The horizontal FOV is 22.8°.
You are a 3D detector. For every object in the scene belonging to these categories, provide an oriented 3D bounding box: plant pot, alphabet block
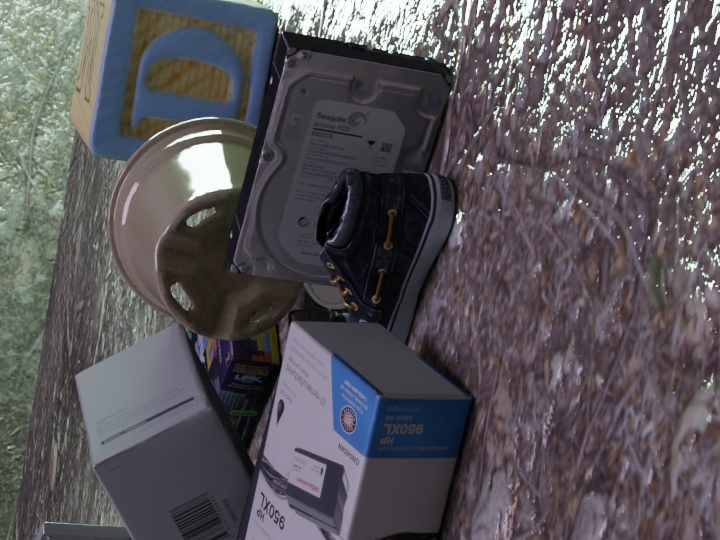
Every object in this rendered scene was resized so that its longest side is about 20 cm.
[{"bbox_3d":[-0.126,-0.023,1.607,0.184,0.198,0.203,-125,45,-73],"label":"plant pot"},{"bbox_3d":[-0.218,-0.229,2.047,0.200,0.193,0.198,-139,60,-68],"label":"alphabet block"}]

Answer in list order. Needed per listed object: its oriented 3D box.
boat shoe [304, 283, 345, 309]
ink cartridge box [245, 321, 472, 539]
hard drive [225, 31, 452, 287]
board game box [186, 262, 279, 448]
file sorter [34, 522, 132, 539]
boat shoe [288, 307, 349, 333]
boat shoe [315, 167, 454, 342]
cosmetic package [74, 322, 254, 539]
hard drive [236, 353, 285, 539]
[{"bbox_3d":[-0.012,-0.069,1.517,0.066,0.074,0.201,-57,-32,-66],"label":"boat shoe"},{"bbox_3d":[-0.007,0.157,1.319,0.144,0.084,0.202,36,118,54],"label":"ink cartridge box"},{"bbox_3d":[-0.019,-0.082,1.418,0.038,0.138,0.202,-113,36,-58],"label":"hard drive"},{"bbox_3d":[-0.139,0.076,1.880,0.201,0.056,0.166,-100,23,-44],"label":"board game box"},{"bbox_3d":[-0.248,0.351,1.871,0.139,0.198,0.126,123,148,-54],"label":"file sorter"},{"bbox_3d":[-0.047,0.131,1.553,0.067,0.056,0.202,174,103,-72],"label":"boat shoe"},{"bbox_3d":[0.000,0.000,1.400,0.071,0.090,0.201,-102,26,-49],"label":"boat shoe"},{"bbox_3d":[-0.164,0.190,1.649,0.200,0.122,0.201,-121,6,-66],"label":"cosmetic package"},{"bbox_3d":[-0.040,0.182,1.472,0.139,0.033,0.202,41,124,44],"label":"hard drive"}]
